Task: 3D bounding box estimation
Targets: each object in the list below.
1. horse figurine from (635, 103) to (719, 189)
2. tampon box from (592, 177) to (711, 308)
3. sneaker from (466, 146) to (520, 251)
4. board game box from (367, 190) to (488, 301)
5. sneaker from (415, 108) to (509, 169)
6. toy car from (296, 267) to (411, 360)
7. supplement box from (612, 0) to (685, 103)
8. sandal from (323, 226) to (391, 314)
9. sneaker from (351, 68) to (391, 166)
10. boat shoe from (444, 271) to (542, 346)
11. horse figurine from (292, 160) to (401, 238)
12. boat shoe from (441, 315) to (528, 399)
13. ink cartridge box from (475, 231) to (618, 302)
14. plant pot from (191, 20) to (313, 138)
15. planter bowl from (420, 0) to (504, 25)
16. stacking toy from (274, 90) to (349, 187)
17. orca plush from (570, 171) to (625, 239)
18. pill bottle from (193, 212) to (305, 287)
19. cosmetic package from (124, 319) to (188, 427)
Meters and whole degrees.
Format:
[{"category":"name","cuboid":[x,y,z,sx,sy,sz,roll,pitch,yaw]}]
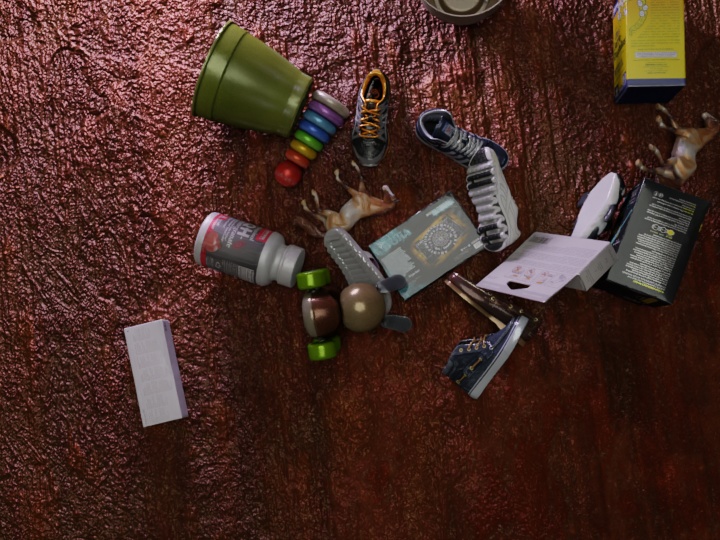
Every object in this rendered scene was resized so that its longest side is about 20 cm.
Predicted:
[{"category":"horse figurine","cuboid":[0.606,-0.229,1.504,0.132,0.050,0.200,27,73,-12]},{"category":"tampon box","cuboid":[0.534,-0.045,1.460,0.126,0.150,0.200,22,87,7]},{"category":"sneaker","cuboid":[0.261,-0.141,1.522,0.081,0.075,0.200,-16,99,-37]},{"category":"board game box","cuboid":[0.133,-0.048,1.558,0.200,0.028,0.135,-33,82,2]},{"category":"sneaker","cuboid":[0.197,-0.252,1.532,0.200,0.109,0.070,25,88,7]},{"category":"toy car","cuboid":[-0.007,0.070,1.495,0.200,0.158,0.164,-9,92,4]},{"category":"supplement box","cuboid":[0.554,-0.435,1.517,0.109,0.109,0.200,1,84,5]},{"category":"sandal","cuboid":[0.005,-0.003,1.551,0.082,0.050,0.203,-28,96,37]},{"category":"sneaker","cuboid":[0.020,-0.308,1.571,0.078,0.077,0.200,3,86,4]},{"category":"boat shoe","cuboid":[0.257,0.061,1.517,0.200,0.070,0.070,37,96,-1]},{"category":"horse figurine","cuboid":[-0.035,-0.126,1.571,0.200,0.050,0.133,-37,82,1]},{"category":"boat shoe","cuboid":[0.230,0.148,1.478,0.091,0.071,0.200,34,118,10]},{"category":"ink cartridge box","cuboid":[0.336,0.004,1.433,0.176,0.200,0.045,-40,114,-17]},{"category":"plant pot","cuboid":[-0.204,-0.357,1.551,0.193,0.200,0.201,24,87,-4]},{"category":"planter bowl","cuboid":[0.201,-0.570,1.550,0.200,0.135,0.200,0,85,5]},{"category":"stacking toy","cuboid":[-0.107,-0.257,1.578,0.085,0.085,0.200,32,92,7]},{"category":"orca plush","cuboid":[0.464,-0.085,1.512,0.071,0.105,0.200,23,83,-24]},{"category":"pill bottle","cuboid":[-0.216,-0.035,1.549,0.200,0.111,0.111,18,86,7]},{"category":"cosmetic package","cuboid":[-0.408,0.205,1.573,0.082,0.051,0.200,-13,83,2]}]
